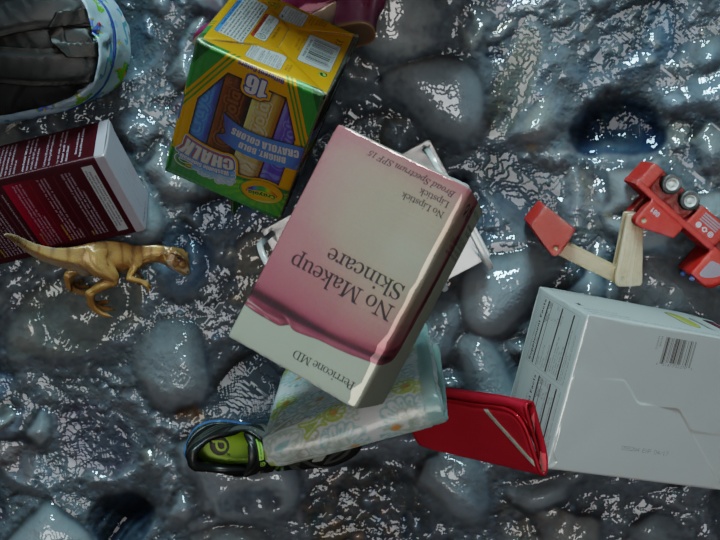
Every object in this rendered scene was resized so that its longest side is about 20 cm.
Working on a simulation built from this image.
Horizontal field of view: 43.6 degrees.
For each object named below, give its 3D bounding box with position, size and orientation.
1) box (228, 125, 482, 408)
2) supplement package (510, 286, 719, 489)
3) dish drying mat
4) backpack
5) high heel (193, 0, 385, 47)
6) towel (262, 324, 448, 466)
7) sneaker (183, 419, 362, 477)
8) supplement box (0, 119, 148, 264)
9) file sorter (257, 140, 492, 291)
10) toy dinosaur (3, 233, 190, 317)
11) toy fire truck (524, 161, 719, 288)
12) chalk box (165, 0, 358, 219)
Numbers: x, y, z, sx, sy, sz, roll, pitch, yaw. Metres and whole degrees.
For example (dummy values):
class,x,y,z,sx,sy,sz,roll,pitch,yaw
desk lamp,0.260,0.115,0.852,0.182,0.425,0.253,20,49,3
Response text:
class,x,y,z,sx,sy,sz,roll,pitch,yaw
box,0.000,0.000,0.765,0.128,0.109,0.200,27,90,13
supplement package,0.270,0.117,0.905,0.200,0.111,0.156,10,100,-16
dish drying mat,0.109,0.158,0.913,0.018,0.200,0.077,-23,101,-31
backpack,-0.329,-0.223,0.886,0.200,0.154,0.163,-4,98,25
high heel,-0.071,-0.261,0.917,0.200,0.067,0.096,0,56,13
towel,-0.002,0.121,0.896,0.171,0.200,0.048,-19,104,7
sneaker,-0.093,0.193,0.970,0.199,0.083,0.071,-5,100,3
supplement box,-0.331,-0.074,0.919,0.200,0.061,0.109,-13,137,4
file sorter,0.013,-0.021,0.901,0.200,0.125,0.139,-28,97,7
toy dinosaur,-0.280,-0.009,0.934,0.200,0.060,0.106,1,130,-35
toy fire truck,0.287,-0.034,0.933,0.200,0.049,0.141,40,100,-6
chalk box,-0.102,-0.145,0.871,0.124,0.125,0.200,24,132,-4
